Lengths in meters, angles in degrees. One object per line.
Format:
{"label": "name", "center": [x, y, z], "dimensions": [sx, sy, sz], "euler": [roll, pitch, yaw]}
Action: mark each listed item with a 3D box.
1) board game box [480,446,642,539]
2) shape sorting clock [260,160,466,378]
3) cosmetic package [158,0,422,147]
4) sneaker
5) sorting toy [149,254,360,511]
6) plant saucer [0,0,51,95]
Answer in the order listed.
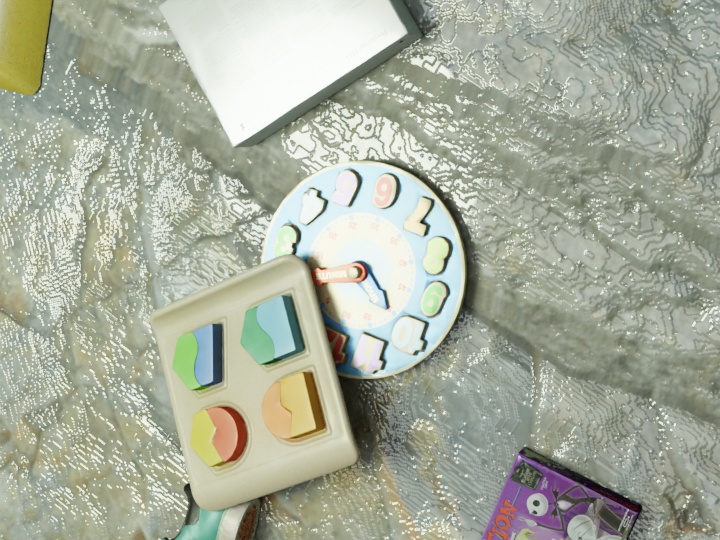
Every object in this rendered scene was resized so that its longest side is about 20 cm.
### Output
{"label": "board game box", "center": [0.161, 0.276, 1.203], "dimensions": [0.119, 0.032, 0.201], "euler": [26, 105, 20]}
{"label": "shape sorting clock", "center": [0.000, 0.000, 1.220], "dimensions": [0.199, 0.039, 0.202], "euler": [3, 98, 20]}
{"label": "cosmetic package", "center": [-0.065, -0.226, 1.209], "dimensions": [0.199, 0.052, 0.152], "euler": [-30, 84, 21]}
{"label": "sneaker", "center": [-0.163, 0.302, 1.306], "dimensions": [0.079, 0.071, 0.201], "euler": [20, 95, 18]}
{"label": "sorting toy", "center": [-0.106, 0.107, 1.233], "dimensions": [0.184, 0.036, 0.201], "euler": [-22, 79, 26]}
{"label": "plant saucer", "center": [-0.404, -0.292, 1.329], "dimensions": [0.199, 0.048, 0.201], "euler": [15, 102, 18]}
